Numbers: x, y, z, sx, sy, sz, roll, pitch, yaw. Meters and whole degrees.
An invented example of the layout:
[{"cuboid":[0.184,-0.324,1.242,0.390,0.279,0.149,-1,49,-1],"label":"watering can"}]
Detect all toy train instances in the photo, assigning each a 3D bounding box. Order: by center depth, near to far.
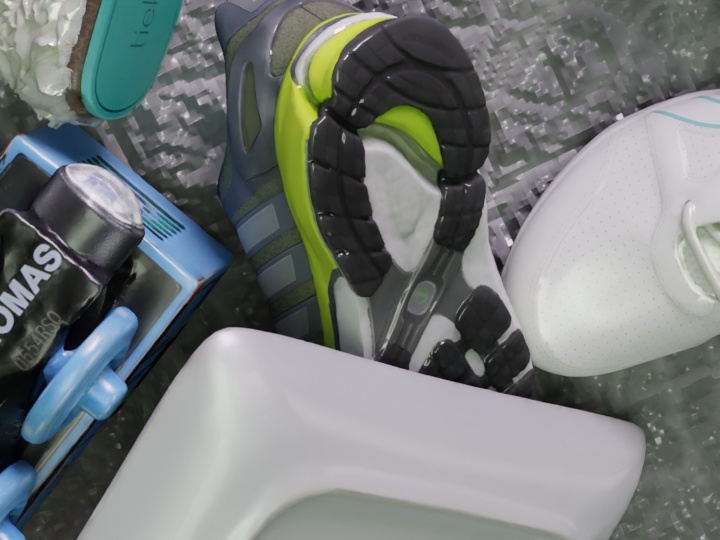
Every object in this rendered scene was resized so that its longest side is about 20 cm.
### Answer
[{"cuboid":[-0.123,0.048,0.842,0.087,0.114,0.200,39,103,4],"label":"toy train"}]

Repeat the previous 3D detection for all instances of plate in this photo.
[{"cuboid":[-0.018,0.119,0.854,0.200,0.032,0.200,16,112,-46],"label":"plate"}]

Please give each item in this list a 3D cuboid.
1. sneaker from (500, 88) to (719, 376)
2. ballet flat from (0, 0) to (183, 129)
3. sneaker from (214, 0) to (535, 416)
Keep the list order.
[{"cuboid":[0.131,-0.024,0.854,0.200,0.080,0.071,-27,109,7],"label":"sneaker"},{"cuboid":[-0.061,-0.138,0.815,0.072,0.072,0.201,24,98,-10],"label":"ballet flat"},{"cuboid":[0.000,0.000,0.861,0.074,0.081,0.201,-22,128,-24],"label":"sneaker"}]
